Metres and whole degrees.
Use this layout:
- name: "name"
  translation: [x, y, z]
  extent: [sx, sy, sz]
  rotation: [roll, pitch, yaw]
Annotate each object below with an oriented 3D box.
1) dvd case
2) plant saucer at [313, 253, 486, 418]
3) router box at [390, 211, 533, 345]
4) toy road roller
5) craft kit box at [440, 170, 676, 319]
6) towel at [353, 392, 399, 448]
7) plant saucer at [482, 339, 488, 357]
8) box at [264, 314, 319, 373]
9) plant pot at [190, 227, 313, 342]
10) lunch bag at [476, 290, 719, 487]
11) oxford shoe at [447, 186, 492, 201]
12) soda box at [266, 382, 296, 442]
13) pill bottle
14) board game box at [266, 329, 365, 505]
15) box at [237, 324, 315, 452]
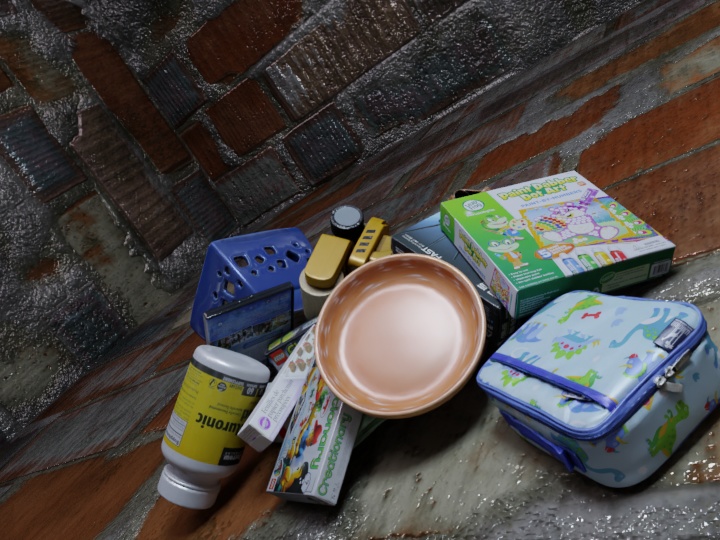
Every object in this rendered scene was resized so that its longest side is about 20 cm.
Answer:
- name: "dvd case"
  translation: [-0.170, 0.114, 0.965]
  extent: [0.142, 0.201, 0.018]
  rotation: [-21, 49, -27]
- name: "plant saucer"
  translation: [0.045, 0.074, 0.702]
  extent: [0.198, 0.038, 0.202]
  rotation: [-9, 56, 13]
- name: "router box"
  translation: [0.156, -0.009, 0.790]
  extent: [0.149, 0.063, 0.200]
  rotation: [-28, 42, -26]
- name: "toy road roller"
  translation: [0.000, 0.000, 0.999]
  extent: [0.145, 0.124, 0.201]
  rotation: [16, 52, 15]
- name: "craft kit box"
  translation: [0.224, -0.041, 0.736]
  extent: [0.198, 0.049, 0.198]
  rotation: [-15, 35, -12]
- name: "towel"
  translation: [-0.002, 0.135, 0.794]
  extent: [0.153, 0.023, 0.201]
  rotation: [-47, 26, 29]
- name: "plant saucer"
  translation: [0.092, 0.107, 0.820]
  extent: [0.199, 0.051, 0.201]
  rotation: [-32, 16, 10]
- name: "box"
  translation: [-0.036, 0.116, 0.948]
  extent: [0.199, 0.110, 0.035]
  rotation: [-30, 18, 15]
- name: "plant pot"
  translation: [-0.165, 0.062, 1.103]
  extent: [0.199, 0.180, 0.201]
  rotation: [-13, -43, -42]
- name: "lunch bag"
  translation: [0.207, 0.096, 0.556]
  extent: [0.160, 0.083, 0.200]
  rotation: [-40, 15, -9]
- name: "oxford shoe"
  translation: [0.163, -0.098, 1.013]
  extent: [0.071, 0.072, 0.199]
  rotation: [-41, 13, -27]
- name: "soda box"
  translation: [-0.117, 0.212, 0.921]
  extent: [0.199, 0.064, 0.068]
  rotation: [-17, 24, 50]
- name: "pill bottle"
  translation: [-0.209, 0.217, 0.856]
  extent: [0.202, 0.110, 0.111]
  rotation: [-71, 19, -1]
- name: "board game box"
  translation: [-0.043, 0.178, 0.753]
  extent: [0.126, 0.034, 0.202]
  rotation: [-26, 40, 53]
- name: "box"
  translation: [-0.097, 0.154, 0.839]
  extent: [0.041, 0.039, 0.200]
  rotation: [-48, 6, 40]
